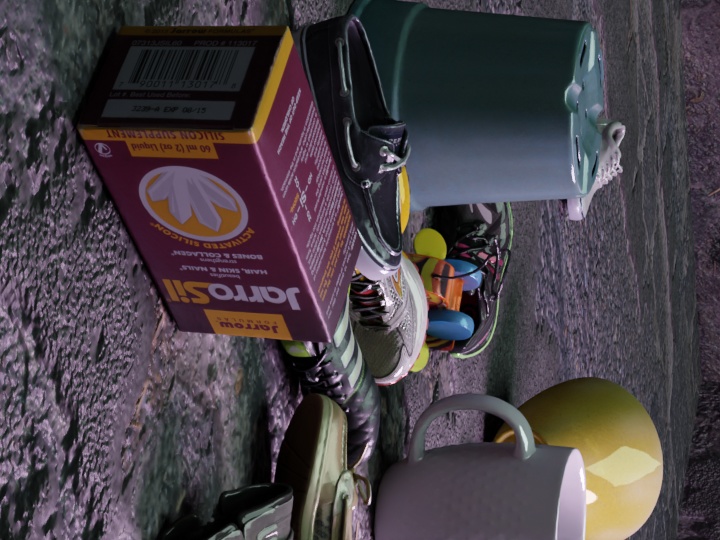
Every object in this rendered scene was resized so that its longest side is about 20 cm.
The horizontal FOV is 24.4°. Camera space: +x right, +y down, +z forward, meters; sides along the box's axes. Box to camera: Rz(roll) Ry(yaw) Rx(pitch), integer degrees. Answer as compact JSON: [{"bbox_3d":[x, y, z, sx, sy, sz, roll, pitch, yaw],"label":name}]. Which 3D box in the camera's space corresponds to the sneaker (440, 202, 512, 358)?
[{"bbox_3d":[0.110,-0.009,1.666,0.084,0.077,0.200,-20,110,-75],"label":"sneaker"}]

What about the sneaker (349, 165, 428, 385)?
[{"bbox_3d":[0.000,0.000,1.351,0.082,0.078,0.200,-36,120,-58],"label":"sneaker"}]

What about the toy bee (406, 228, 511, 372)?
[{"bbox_3d":[0.057,0.011,1.501,0.200,0.109,0.131,110,-8,-46],"label":"toy bee"}]

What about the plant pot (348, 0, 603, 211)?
[{"bbox_3d":[0.101,-0.138,1.425,0.200,0.196,0.200,3,90,-73],"label":"plant pot"}]

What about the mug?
[{"bbox_3d":[0.107,0.206,1.523,0.148,0.175,0.200,-49,138,-63],"label":"mug"}]

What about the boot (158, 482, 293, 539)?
[{"bbox_3d":[-0.048,0.203,1.131,0.200,0.068,0.131,-17,113,-44],"label":"boot"}]

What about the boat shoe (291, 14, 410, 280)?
[{"bbox_3d":[0.004,-0.093,1.250,0.072,0.068,0.200,-21,96,-61],"label":"boat shoe"}]

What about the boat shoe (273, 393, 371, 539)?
[{"bbox_3d":[-0.029,0.191,1.245,0.073,0.063,0.200,-152,-112,-68],"label":"boat shoe"}]

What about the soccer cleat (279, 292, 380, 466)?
[{"bbox_3d":[-0.032,0.062,1.270,0.081,0.067,0.200,-32,117,-57],"label":"soccer cleat"}]

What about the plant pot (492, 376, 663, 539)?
[{"bbox_3d":[0.228,0.226,1.933,0.142,0.200,0.200,1,92,-47],"label":"plant pot"}]

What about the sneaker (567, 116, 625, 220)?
[{"bbox_3d":[0.332,-0.150,2.342,0.073,0.071,0.200,74,26,-45],"label":"sneaker"}]

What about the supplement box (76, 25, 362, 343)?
[{"bbox_3d":[-0.080,-0.049,1.015,0.200,0.110,0.086,71,28,-49],"label":"supplement box"}]
